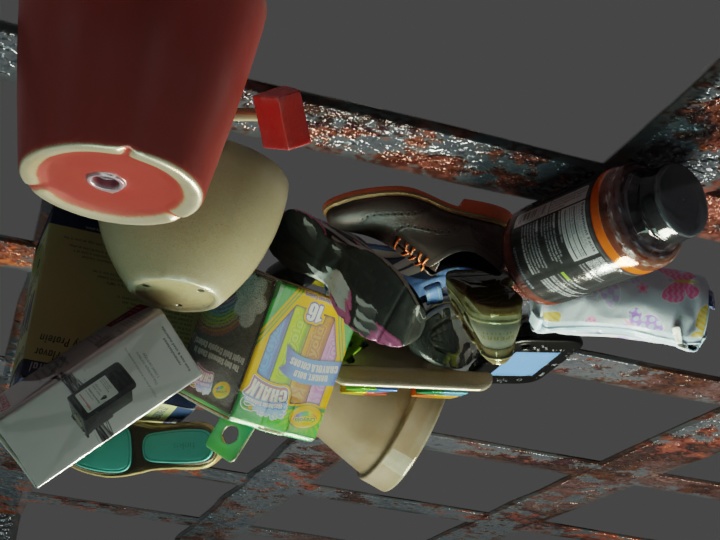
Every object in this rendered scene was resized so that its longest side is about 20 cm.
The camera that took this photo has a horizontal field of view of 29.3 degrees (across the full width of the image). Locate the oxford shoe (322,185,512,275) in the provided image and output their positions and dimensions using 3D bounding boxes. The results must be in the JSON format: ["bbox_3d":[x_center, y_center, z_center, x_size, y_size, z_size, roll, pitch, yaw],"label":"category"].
[{"bbox_3d":[0.058,-0.038,1.413,0.199,0.073,0.071,7,158,-3],"label":"oxford shoe"}]

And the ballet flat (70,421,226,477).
[{"bbox_3d":[-0.247,0.202,1.560,0.199,0.069,0.063,3,173,10],"label":"ballet flat"}]

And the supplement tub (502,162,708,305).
[{"bbox_3d":[0.236,-0.039,1.323,0.107,0.108,0.200,19,154,-31],"label":"supplement tub"}]

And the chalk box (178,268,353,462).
[{"bbox_3d":[-0.108,0.107,1.487,0.123,0.201,0.124,20,180,-39],"label":"chalk box"}]

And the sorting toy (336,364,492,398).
[{"bbox_3d":[0.048,0.132,1.619,0.184,0.037,0.200,3,177,-5],"label":"sorting toy"}]

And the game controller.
[{"bbox_3d":[0.213,0.114,1.797,0.104,0.042,0.200,10,158,-11],"label":"game controller"}]

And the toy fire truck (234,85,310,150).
[{"bbox_3d":[-0.151,-0.127,1.230,0.141,0.049,0.200,-23,-158,-30],"label":"toy fire truck"}]

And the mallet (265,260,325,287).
[{"bbox_3d":[-0.012,0.019,1.629,0.199,0.041,0.066,11,161,-25],"label":"mallet"}]

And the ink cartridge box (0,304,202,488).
[{"bbox_3d":[-0.276,0.123,1.405,0.084,0.200,0.145,58,166,-11],"label":"ink cartridge box"}]

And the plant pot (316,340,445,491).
[{"bbox_3d":[-0.001,0.164,1.810,0.173,0.201,0.200,26,155,-8],"label":"plant pot"}]

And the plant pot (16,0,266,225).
[{"bbox_3d":[-0.181,-0.144,1.070,0.199,0.178,0.201,5,159,2],"label":"plant pot"}]

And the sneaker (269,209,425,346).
[{"bbox_3d":[0.000,0.000,1.448,0.081,0.200,0.086,-55,155,19],"label":"sneaker"}]

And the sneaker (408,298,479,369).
[{"bbox_3d":[0.100,0.072,1.609,0.084,0.075,0.200,0,-176,34],"label":"sneaker"}]

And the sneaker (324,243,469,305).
[{"bbox_3d":[0.054,0.018,1.543,0.199,0.083,0.074,0,157,7],"label":"sneaker"}]

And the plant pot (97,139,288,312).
[{"bbox_3d":[-0.178,-0.036,1.396,0.199,0.135,0.200,4,159,2],"label":"plant pot"}]

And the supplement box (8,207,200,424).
[{"bbox_3d":[-0.284,0.063,1.578,0.199,0.201,0.134,12,157,-17],"label":"supplement box"}]

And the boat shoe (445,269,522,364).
[{"bbox_3d":[0.128,0.041,1.416,0.073,0.064,0.201,-1,-168,-6],"label":"boat shoe"}]

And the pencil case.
[{"bbox_3d":[0.285,0.039,1.526,0.199,0.091,0.083,8,159,-3],"label":"pencil case"}]

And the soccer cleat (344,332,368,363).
[{"bbox_3d":[-0.067,0.063,1.661,0.068,0.081,0.200,-47,148,15],"label":"soccer cleat"}]
